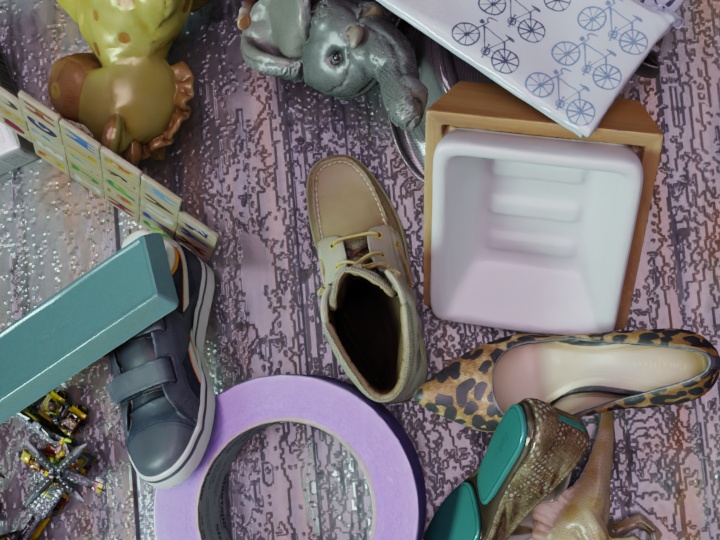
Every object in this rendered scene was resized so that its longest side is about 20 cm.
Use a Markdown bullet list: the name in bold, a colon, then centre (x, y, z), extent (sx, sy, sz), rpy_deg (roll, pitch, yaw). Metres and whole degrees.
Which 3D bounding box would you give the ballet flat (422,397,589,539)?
- **ballet flat**: centre (0.106, 0.169, 0.902), extent (0.065, 0.201, 0.071), rpy_deg (12, 47, -16)

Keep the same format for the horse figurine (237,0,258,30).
- **horse figurine**: centre (-0.015, -0.230, 0.840), extent (0.198, 0.133, 0.050), rpy_deg (-18, 128, 14)

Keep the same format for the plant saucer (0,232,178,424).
- **plant saucer**: centre (-0.220, 0.046, 0.917), extent (0.199, 0.019, 0.070), rpy_deg (-33, 53, 17)

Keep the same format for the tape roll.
- **tape roll**: centre (-0.050, 0.179, 0.947), extent (0.198, 0.085, 0.202), rpy_deg (0, 86, 7)

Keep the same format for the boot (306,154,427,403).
- **boot**: centre (0.000, 0.000, 0.919), extent (0.071, 0.155, 0.202), rpy_deg (-16, 84, 5)

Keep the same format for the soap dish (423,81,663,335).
- **soap dish**: centre (0.125, -0.043, 0.899), extent (0.156, 0.201, 0.082), rpy_deg (7, 49, 8)

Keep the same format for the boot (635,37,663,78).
- **boot**: centre (0.147, -0.232, 0.895), extent (0.172, 0.069, 0.202), rpy_deg (8, 69, 6)

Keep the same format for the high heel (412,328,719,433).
- **high heel**: centre (0.145, 0.072, 0.876), extent (0.198, 0.143, 0.072), rpy_deg (-4, 81, -14)

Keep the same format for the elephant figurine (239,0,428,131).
- **elephant figurine**: centre (-0.022, -0.189, 0.941), extent (0.140, 0.155, 0.202), rpy_deg (2, 81, -2)

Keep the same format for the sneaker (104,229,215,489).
- **sneaker**: centre (-0.157, 0.060, 0.926), extent (0.078, 0.079, 0.201), rpy_deg (-25, 47, 23)

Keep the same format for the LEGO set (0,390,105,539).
- **LEGO set**: centre (-0.299, 0.175, 0.958), extent (0.154, 0.116, 0.200), rpy_deg (42, 90, 8)

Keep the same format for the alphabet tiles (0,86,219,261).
- **alphabet tiles**: centre (-0.191, -0.071, 0.931), extent (0.199, 0.166, 0.006), rpy_deg (34, 78, -4)

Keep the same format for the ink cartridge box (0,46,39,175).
- **ink cartridge box**: centre (-0.375, -0.107, 1.026), extent (0.198, 0.050, 0.110), rpy_deg (-23, 84, 5)

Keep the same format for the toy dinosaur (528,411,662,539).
- **toy dinosaur**: centre (0.172, 0.192, 0.933), extent (0.100, 0.058, 0.201), rpy_deg (26, 89, 9)

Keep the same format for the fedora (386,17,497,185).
- **fedora**: centre (0.102, -0.154, 0.953), extent (0.175, 0.090, 0.202), rpy_deg (9, 86, 7)

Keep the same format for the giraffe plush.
- **giraffe plush**: centre (-0.178, -0.170, 0.957), extent (0.199, 0.172, 0.164), rpy_deg (23, 110, 38)

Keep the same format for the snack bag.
- **snack bag**: centre (0.132, -0.210, 0.840), extent (0.188, 0.021, 0.200), rpy_deg (36, 76, 15)
